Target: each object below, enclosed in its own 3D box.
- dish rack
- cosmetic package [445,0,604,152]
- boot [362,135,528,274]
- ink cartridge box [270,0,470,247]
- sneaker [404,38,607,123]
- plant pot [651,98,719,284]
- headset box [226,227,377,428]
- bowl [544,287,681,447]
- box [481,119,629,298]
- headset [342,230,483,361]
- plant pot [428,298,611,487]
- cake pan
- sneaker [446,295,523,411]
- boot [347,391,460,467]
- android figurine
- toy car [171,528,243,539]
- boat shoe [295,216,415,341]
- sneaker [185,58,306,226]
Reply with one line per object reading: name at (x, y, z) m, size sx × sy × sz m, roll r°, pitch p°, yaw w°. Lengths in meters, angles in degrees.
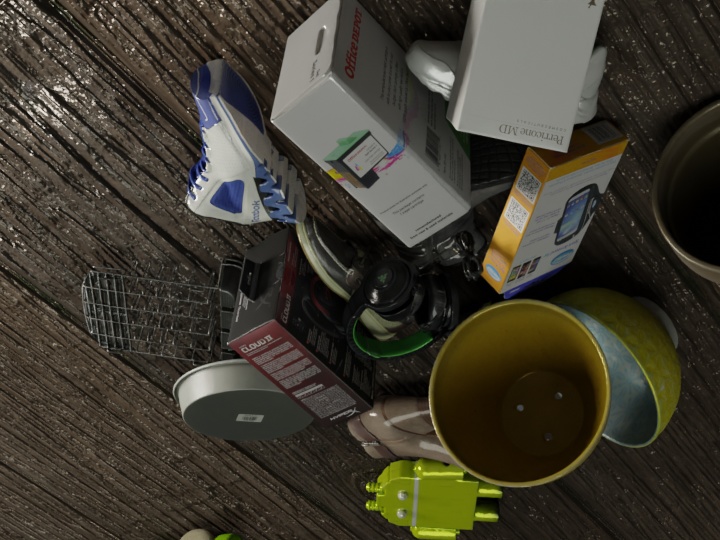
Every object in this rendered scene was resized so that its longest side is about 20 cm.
dish rack at (-0.237, 0.048, 1.304) m, size 0.197 × 0.055 × 0.155 m, roll 7°, pitch 133°, yaw 1°
cosmetic package at (0.149, -0.216, 0.935) m, size 0.106 × 0.085 × 0.203 m, roll 9°, pitch 103°, yaw -5°
boot at (0.112, -0.068, 1.161) m, size 0.198 × 0.071 × 0.132 m, roll -13°, pitch 138°, yaw 27°
ink cartridge box at (0.015, -0.145, 1.028) m, size 0.083 × 0.146 × 0.200 m, roll -31°, pitch 124°, yaw 30°
sneaker at (0.142, -0.208, 1.017) m, size 0.197 × 0.078 × 0.100 m, roll 6°, pitch 127°, yaw -11°
plant pot at (0.411, -0.050, 1.069) m, size 0.198 × 0.202 × 0.173 m, roll -19°, pitch 145°, yaw 22°
headset box at (-0.067, 0.061, 1.231) m, size 0.074 × 0.150 × 0.200 m, roll -26°, pitch 127°, yaw 27°
bowl at (0.304, 0.093, 1.238) m, size 0.107 × 0.200 × 0.202 m, roll -33°, pitch 137°, yaw -21°
box at (0.198, -0.057, 1.125) m, size 0.118 × 0.042 × 0.201 m, roll -21°, pitch 146°, yaw -33°
headset at (0.064, 0.037, 1.173) m, size 0.122 × 0.095 × 0.201 m, roll 16°, pitch 127°, yaw -31°
plant pot at (0.190, 0.148, 1.197) m, size 0.197 × 0.203 × 0.142 m, roll -13°, pitch 159°, yaw 17°
cake pan at (-0.144, 0.173, 1.386) m, size 0.197 × 0.037 × 0.201 m, roll -3°, pitch 150°, yaw -1°
sneaker at (0.174, 0.117, 1.325) m, size 0.080 × 0.074 × 0.201 m, roll -14°, pitch 124°, yaw 27°
boot at (0.082, 0.230, 1.444) m, size 0.145 × 0.071 × 0.200 m, roll -18°, pitch 128°, yaw 30°
android figurine at (0.106, 0.329, 1.548) m, size 0.197 × 0.041 × 0.184 m, roll 3°, pitch 134°, yaw 0°
toy car at (-0.214, 0.510, 1.689) m, size 0.163 × 0.160 × 0.200 m, roll -15°, pitch 144°, yaw 35°
boat shoe at (0.000, 0.001, 1.228) m, size 0.065 × 0.072 × 0.201 m, roll -28°, pitch 127°, yaw 16°
sneaker at (-0.145, -0.111, 1.122) m, size 0.114 × 0.081 × 0.200 m, roll -15°, pitch 132°, yaw 16°
